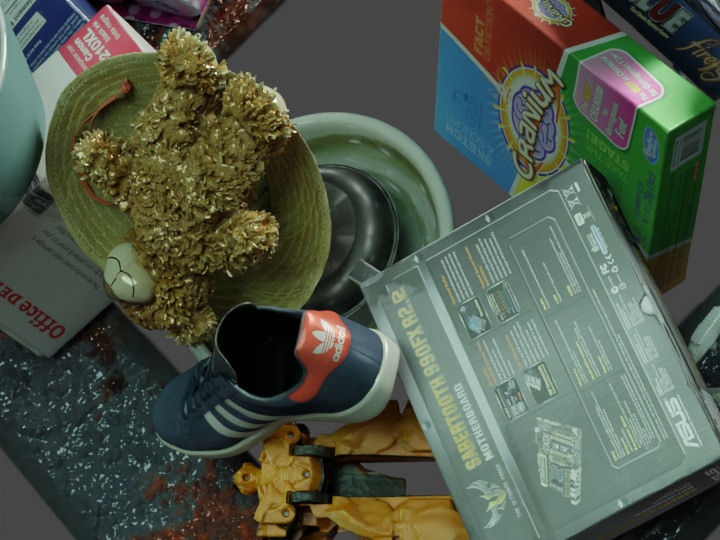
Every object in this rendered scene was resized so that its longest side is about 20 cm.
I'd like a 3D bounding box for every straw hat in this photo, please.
[{"bbox_3d":[-0.091,-0.064,1.476,0.200,0.085,0.202,11,119,22],"label":"straw hat"}]

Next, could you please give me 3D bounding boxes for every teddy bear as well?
[{"bbox_3d":[-0.108,-0.046,1.400,0.145,0.067,0.200,45,125,3],"label":"teddy bear"}]

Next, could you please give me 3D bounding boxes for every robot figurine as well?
[{"bbox_3d":[0.020,0.131,1.435,0.199,0.058,0.146,0,72,13],"label":"robot figurine"}]

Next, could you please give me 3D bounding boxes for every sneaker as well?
[{"bbox_3d":[-0.071,0.058,1.402,0.200,0.084,0.075,-19,52,42],"label":"sneaker"}]

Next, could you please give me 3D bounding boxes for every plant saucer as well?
[{"bbox_3d":[-0.025,-0.003,1.532,0.199,0.050,0.201,-8,67,20],"label":"plant saucer"}]

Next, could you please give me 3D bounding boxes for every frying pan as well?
[{"bbox_3d":[-0.014,0.009,1.480,0.115,0.031,0.190,-36,57,7],"label":"frying pan"}]

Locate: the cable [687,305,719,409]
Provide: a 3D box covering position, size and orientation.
[{"bbox_3d":[0.312,0.028,1.360,0.200,0.069,0.200,27,81,29],"label":"cable"}]

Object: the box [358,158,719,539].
[{"bbox_3d":[0.109,0.060,1.365,0.158,0.048,0.201,-30,68,15],"label":"box"}]

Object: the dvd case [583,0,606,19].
[{"bbox_3d":[0.109,-0.230,1.510,0.017,0.143,0.200,-27,61,1],"label":"dvd case"}]

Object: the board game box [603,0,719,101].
[{"bbox_3d":[0.164,-0.211,1.453,0.035,0.135,0.200,-37,47,19],"label":"board game box"}]

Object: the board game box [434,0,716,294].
[{"bbox_3d":[0.126,-0.094,1.444,0.040,0.153,0.200,-30,54,-26],"label":"board game box"}]

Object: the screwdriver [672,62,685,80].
[{"bbox_3d":[0.205,-0.112,1.483,0.029,0.028,0.201,-26,53,46],"label":"screwdriver"}]

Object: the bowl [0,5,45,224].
[{"bbox_3d":[-0.278,-0.087,1.478,0.200,0.105,0.202,-13,60,24],"label":"bowl"}]

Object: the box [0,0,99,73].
[{"bbox_3d":[-0.242,-0.154,1.651,0.200,0.032,0.121,45,109,4],"label":"box"}]

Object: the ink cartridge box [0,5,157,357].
[{"bbox_3d":[-0.189,-0.056,1.570,0.200,0.145,0.084,-42,55,4],"label":"ink cartridge box"}]

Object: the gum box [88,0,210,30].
[{"bbox_3d":[-0.182,-0.248,1.690,0.199,0.066,0.114,12,74,27],"label":"gum box"}]
